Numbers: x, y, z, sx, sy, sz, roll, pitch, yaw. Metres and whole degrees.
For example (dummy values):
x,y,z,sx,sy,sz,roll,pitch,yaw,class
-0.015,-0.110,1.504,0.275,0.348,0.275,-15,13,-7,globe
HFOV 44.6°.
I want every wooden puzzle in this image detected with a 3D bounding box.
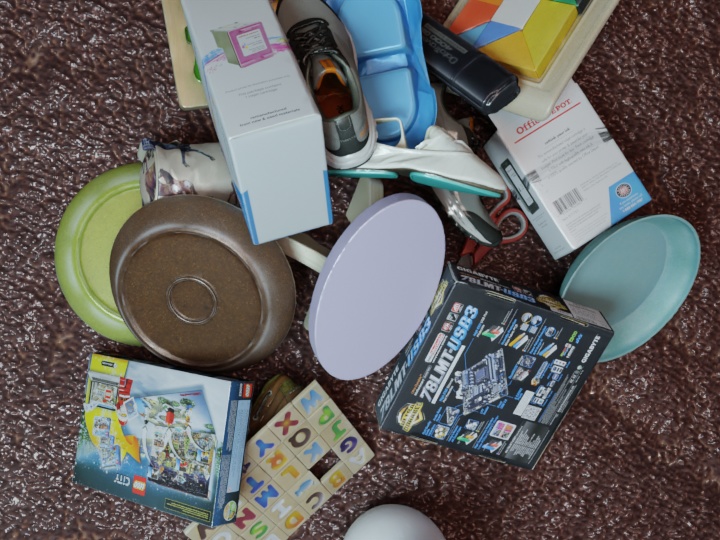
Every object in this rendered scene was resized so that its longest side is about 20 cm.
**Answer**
x,y,z,sx,sy,sz,roll,pitch,yaw,class
0.176,-0.278,0.973,0.184,0.037,0.201,27,84,35,wooden puzzle

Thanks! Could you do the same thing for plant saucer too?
x,y,z,sx,sy,sz,roll,pitch,yaw,class
-0.230,-0.018,0.950,0.198,0.031,0.203,0,90,-11,plant saucer
0.299,0.016,1.010,0.198,0.036,0.202,-15,129,-19,plant saucer
-0.164,0.024,0.883,0.198,0.035,0.202,4,115,8,plant saucer

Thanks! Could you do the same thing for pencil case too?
x,y,z,sx,sy,sz,roll,pitch,yaw,class
-0.134,-0.103,0.929,0.198,0.078,0.090,-5,66,-23,pencil case

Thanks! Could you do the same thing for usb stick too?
x,y,z,sx,sy,sz,roll,pitch,yaw,class
0.092,-0.234,0.958,0.055,0.033,0.200,-40,56,-8,usb stick

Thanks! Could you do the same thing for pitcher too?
x,y,z,sx,sy,sz,roll,pitch,yaw,class
0.042,0.342,0.911,0.120,0.200,0.174,5,89,-11,pitcher

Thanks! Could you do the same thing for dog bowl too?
x,y,z,sx,sy,sz,roll,pitch,yaw,class
0.019,-0.213,0.918,0.110,0.050,0.202,-9,92,9,dog bowl

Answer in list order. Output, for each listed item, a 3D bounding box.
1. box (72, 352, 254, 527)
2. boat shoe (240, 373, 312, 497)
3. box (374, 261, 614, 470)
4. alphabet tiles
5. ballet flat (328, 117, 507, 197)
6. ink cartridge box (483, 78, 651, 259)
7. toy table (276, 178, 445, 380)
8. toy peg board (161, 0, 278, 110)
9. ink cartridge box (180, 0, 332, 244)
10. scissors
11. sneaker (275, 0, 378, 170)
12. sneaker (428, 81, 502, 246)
x,y,z,sx,sy,sz,roll,pitch,yaw,class
-0.203,0.164,0.886,0.198,0.038,0.138,6,88,32,box
-0.122,0.205,0.955,0.068,0.072,0.201,38,89,20,boat shoe
0.143,0.109,0.958,0.197,0.050,0.201,18,114,-16,box
-0.087,0.226,0.932,0.200,0.008,0.168,-42,137,-9,alphabet tiles
0.049,-0.116,0.868,0.198,0.069,0.070,8,87,8,ballet flat
0.225,-0.131,1.014,0.115,0.068,0.201,-31,86,-10,ink cartridge box
0.000,0.000,0.925,0.183,0.117,0.201,28,100,-33,toy table
-0.113,-0.293,0.944,0.197,0.098,0.202,-10,91,-11,toy peg board
-0.097,-0.150,0.823,0.084,0.145,0.201,-16,54,-8,ink cartridge box
0.118,-0.014,1.029,0.073,0.014,0.200,44,83,-8,scissors
-0.034,-0.198,0.842,0.073,0.079,0.202,-20,67,-2,sneaker
0.107,-0.117,0.976,0.079,0.074,0.201,-30,92,10,sneaker
